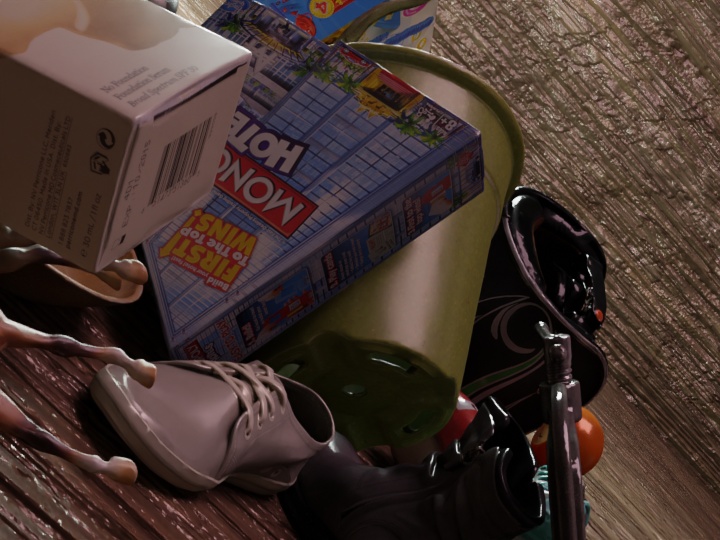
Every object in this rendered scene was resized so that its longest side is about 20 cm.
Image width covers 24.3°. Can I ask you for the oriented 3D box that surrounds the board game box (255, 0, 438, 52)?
[{"bbox_3d":[-0.039,-0.140,1.220,0.056,0.195,0.200,50,-18,17],"label":"board game box"}]

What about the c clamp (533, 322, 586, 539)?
[{"bbox_3d":[0.107,0.130,0.840,0.171,0.027,0.203,-9,95,-85],"label":"c clamp"}]

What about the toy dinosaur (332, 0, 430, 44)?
[{"bbox_3d":[-0.036,-0.119,1.102,0.048,0.200,0.088,48,14,0],"label":"toy dinosaur"}]

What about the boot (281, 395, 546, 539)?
[{"bbox_3d":[0.031,0.113,0.875,0.070,0.132,0.200,43,10,-26],"label":"boot"}]

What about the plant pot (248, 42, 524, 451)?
[{"bbox_3d":[0.000,0.000,1.019,0.200,0.199,0.192,42,40,-38],"label":"plant pot"}]

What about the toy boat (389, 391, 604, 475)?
[{"bbox_3d":[0.114,0.144,1.173,0.200,0.131,0.131,42,10,-40],"label":"toy boat"}]

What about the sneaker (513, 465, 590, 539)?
[{"bbox_3d":[0.103,0.150,1.009,0.078,0.091,0.200,44,-17,5],"label":"sneaker"}]

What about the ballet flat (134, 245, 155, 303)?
[{"bbox_3d":[-0.131,-0.033,0.996,0.201,0.070,0.066,56,-16,27],"label":"ballet flat"}]

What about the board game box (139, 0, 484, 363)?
[{"bbox_3d":[-0.069,-0.043,0.921,0.199,0.200,0.062,35,-21,23],"label":"board game box"}]

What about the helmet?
[{"bbox_3d":[0.095,0.046,1.322,0.199,0.190,0.201,36,35,-30],"label":"helmet"}]

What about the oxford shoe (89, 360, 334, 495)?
[{"bbox_3d":[-0.068,0.069,0.821,0.075,0.058,0.200,54,11,22],"label":"oxford shoe"}]

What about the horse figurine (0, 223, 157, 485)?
[{"bbox_3d":[-0.146,0.006,0.658,0.131,0.050,0.201,21,31,-23],"label":"horse figurine"}]

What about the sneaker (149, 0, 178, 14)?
[{"bbox_3d":[-0.156,-0.149,1.152,0.080,0.075,0.200,63,-18,-6],"label":"sneaker"}]

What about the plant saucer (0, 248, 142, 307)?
[{"bbox_3d":[-0.187,-0.050,0.813,0.200,0.035,0.200,48,9,-10],"label":"plant saucer"}]

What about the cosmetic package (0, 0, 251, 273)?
[{"bbox_3d":[-0.157,-0.088,0.679,0.198,0.072,0.105,27,29,11],"label":"cosmetic package"}]
